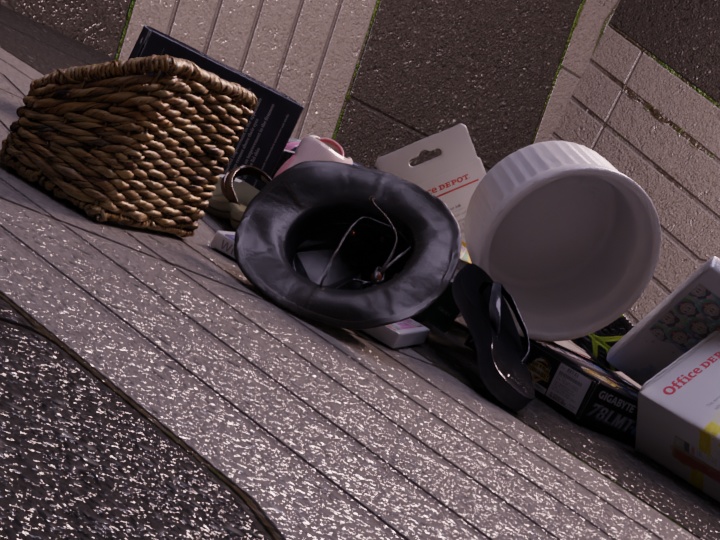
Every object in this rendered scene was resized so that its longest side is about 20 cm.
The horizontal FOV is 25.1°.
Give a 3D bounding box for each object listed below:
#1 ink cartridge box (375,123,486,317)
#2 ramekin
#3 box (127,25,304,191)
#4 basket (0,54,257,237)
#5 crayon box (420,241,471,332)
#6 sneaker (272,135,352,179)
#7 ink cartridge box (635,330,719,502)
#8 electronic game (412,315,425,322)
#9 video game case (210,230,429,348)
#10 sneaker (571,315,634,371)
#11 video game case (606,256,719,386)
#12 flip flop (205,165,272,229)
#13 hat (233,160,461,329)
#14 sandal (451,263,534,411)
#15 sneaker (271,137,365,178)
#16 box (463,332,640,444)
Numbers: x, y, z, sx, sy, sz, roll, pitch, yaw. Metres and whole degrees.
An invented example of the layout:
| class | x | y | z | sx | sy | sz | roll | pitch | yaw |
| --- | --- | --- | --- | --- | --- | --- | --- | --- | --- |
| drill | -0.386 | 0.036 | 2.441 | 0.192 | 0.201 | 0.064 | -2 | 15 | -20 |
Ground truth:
| class | x | y | z | sx | sy | sz | roll | pitch | yaw |
| --- | --- | --- | --- | --- | --- | --- | --- | --- | --- |
| ink cartridge box | 0.100 | -0.056 | 1.827 | 0.068 | 0.115 | 0.202 | -109 | 177 | -80 |
| ramekin | 0.203 | -0.036 | 1.684 | 0.199 | 0.201 | 0.098 | 24 | 20 | -27 |
| box | -0.186 | -0.169 | 1.838 | 0.199 | 0.149 | 0.104 | 26 | 6 | -15 |
| basket | -0.203 | -0.129 | 1.394 | 0.142 | 0.150 | 0.200 | 29 | 7 | 19 |
| crayon box | 0.055 | -0.015 | 1.698 | 0.125 | 0.052 | 0.200 | 35 | 15 | -4 |
| sneaker | -0.042 | -0.088 | 1.862 | 0.075 | 0.105 | 0.200 | 29 | -10 | 21 |
| ink cartridge box | 0.392 | 0.161 | 1.597 | 0.144 | 0.084 | 0.199 | -29 | 44 | -32 |
| electronic game | 0.000 | 0.000 | 1.741 | 0.199 | 0.042 | 0.200 | 28 | 6 | -3 |
| video game case | -0.035 | 0.017 | 1.539 | 0.199 | 0.018 | 0.143 | 29 | 6 | 12 |
| sneaker | 0.230 | 0.034 | 1.812 | 0.201 | 0.075 | 0.076 | 52 | -9 | -8 |
| video game case | 0.385 | 0.094 | 1.712 | 0.181 | 0.200 | 0.024 | 35 | 48 | -4 |
| flip flop | -0.117 | -0.079 | 1.709 | 0.080 | 0.058 | 0.200 | 4 | 12 | -18 |
| hat | -0.011 | -0.005 | 1.434 | 0.199 | 0.201 | 0.081 | 29 | -33 | 21 |
| sandal | 0.137 | 0.058 | 1.536 | 0.076 | 0.043 | 0.201 | 35 | 22 | -28 |
| sneaker | -0.049 | -0.124 | 1.948 | 0.198 | 0.071 | 0.082 | 20 | 28 | 8 |
| box | 0.241 | 0.125 | 1.737 | 0.199 | 0.050 | 0.198 | 24 | 7 | -39 |
